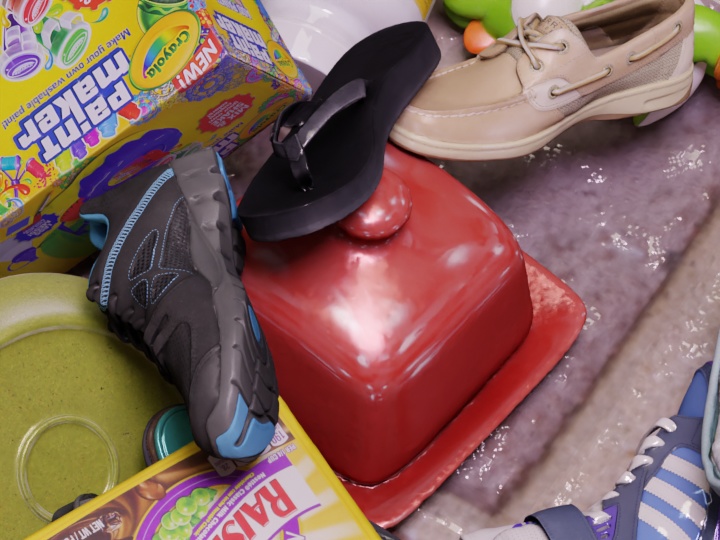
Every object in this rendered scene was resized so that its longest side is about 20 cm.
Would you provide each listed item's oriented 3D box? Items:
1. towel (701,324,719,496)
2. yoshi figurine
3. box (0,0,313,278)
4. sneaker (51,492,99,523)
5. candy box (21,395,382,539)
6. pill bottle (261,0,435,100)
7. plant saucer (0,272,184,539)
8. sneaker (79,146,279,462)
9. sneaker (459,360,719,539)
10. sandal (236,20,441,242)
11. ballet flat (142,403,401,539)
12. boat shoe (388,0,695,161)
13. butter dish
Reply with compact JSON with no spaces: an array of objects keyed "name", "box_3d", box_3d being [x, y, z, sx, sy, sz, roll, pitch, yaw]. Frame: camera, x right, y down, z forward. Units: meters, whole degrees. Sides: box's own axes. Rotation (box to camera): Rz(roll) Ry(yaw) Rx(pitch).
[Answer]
[{"name":"towel","box_3d":[0.250,0.072,1.570,0.048,0.171,0.201,-18,45,39]},{"name":"yoshi figurine","box_3d":[0.149,-0.166,1.751,0.199,0.113,0.112,13,41,7]},{"name":"box","box_3d":[-0.168,-0.124,1.607,0.200,0.122,0.193,-35,72,13]},{"name":"sneaker","box_3d":[-0.164,0.193,1.453,0.086,0.080,0.200,44,56,-15]},{"name":"candy box","box_3d":[-0.088,0.145,1.446,0.199,0.026,0.102,-29,79,-33]},{"name":"pill bottle","box_3d":[-0.003,-0.186,1.733,0.111,0.112,0.201,19,66,8]},{"name":"plant saucer","box_3d":[-0.153,0.101,1.517,0.199,0.031,0.201,2,85,-29]},{"name":"sneaker","box_3d":[-0.091,0.025,1.494,0.081,0.073,0.201,-16,42,1]},{"name":"sneaker","box_3d":[0.127,0.126,1.563,0.145,0.081,0.201,10,62,-3]},{"name":"sandal","box_3d":[-0.018,-0.078,1.556,0.076,0.043,0.200,-15,27,27]},{"name":"ballet flat","box_3d":[-0.032,0.142,1.532,0.199,0.073,0.073,33,58,-5]},{"name":"boat shoe","box_3d":[0.099,-0.112,1.642,0.199,0.065,0.072,-15,37,-27]},{"name":"butter dish","box_3d":[0.000,0.000,1.596,0.200,0.148,0.199,37,62,18]}]
